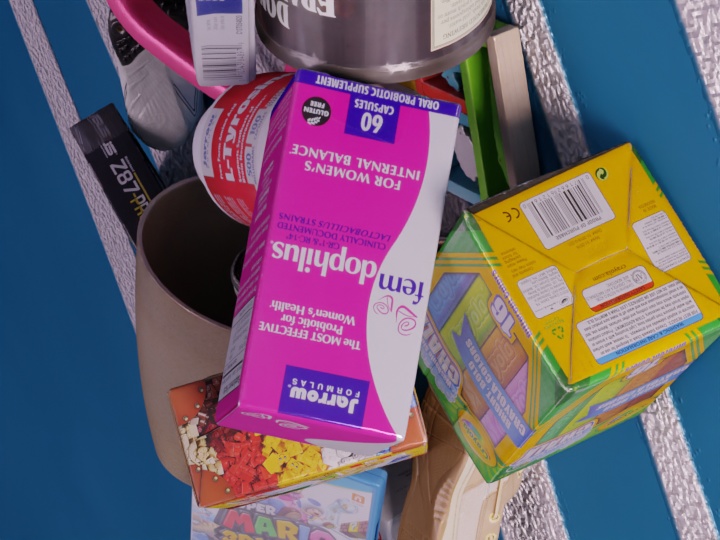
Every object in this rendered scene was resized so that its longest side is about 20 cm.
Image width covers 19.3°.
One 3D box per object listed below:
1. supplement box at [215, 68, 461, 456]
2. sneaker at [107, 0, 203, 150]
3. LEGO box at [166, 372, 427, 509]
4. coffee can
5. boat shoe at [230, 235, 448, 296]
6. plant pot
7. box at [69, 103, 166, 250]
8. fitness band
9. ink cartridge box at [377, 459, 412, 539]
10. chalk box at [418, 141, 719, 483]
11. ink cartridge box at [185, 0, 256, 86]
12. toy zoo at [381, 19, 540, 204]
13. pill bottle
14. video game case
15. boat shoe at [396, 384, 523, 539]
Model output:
[{"bbox_3d":[-0.014,-0.002,1.238,0.103,0.100,0.201,142,138,-76],"label":"supplement box"},{"bbox_3d":[-0.162,-0.185,1.704,0.201,0.071,0.073,93,-177,-48],"label":"sneaker"},{"bbox_3d":[-0.035,0.100,1.382,0.200,0.148,0.078,71,-177,-83],"label":"LEGO box"},{"bbox_3d":[0.007,-0.231,1.218,0.146,0.146,0.201,43,146,42],"label":"coffee can"},{"bbox_3d":[0.000,0.000,1.430,0.199,0.072,0.068,7,151,25],"label":"boat shoe"},{"bbox_3d":[-0.092,0.062,1.579,0.187,0.186,0.201,50,138,34],"label":"plant pot"},{"bbox_3d":[-0.173,-0.036,1.806,0.162,0.049,0.200,58,177,16],"label":"box"},{"bbox_3d":[-0.113,-0.199,1.566,0.200,0.037,0.144,37,139,13],"label":"fitness band"},{"bbox_3d":[0.010,0.191,1.656,0.200,0.084,0.147,34,141,50],"label":"ink cartridge box"},{"bbox_3d":[0.111,0.038,1.264,0.124,0.124,0.200,60,156,16],"label":"chalk box"},{"bbox_3d":[-0.088,-0.234,1.228,0.200,0.040,0.201,98,168,-74],"label":"ink cartridge box"},{"bbox_3d":[0.048,-0.117,1.384,0.200,0.020,0.132,32,138,53],"label":"toy zoo"},{"bbox_3d":[-0.046,-0.080,1.458,0.200,0.112,0.113,13,122,68],"label":"pill bottle"},{"bbox_3d":[-0.057,0.187,1.565,0.142,0.018,0.201,19,141,10],"label":"video game case"},{"bbox_3d":[0.078,0.141,1.490,0.074,0.069,0.201,46,128,52],"label":"boat shoe"}]
